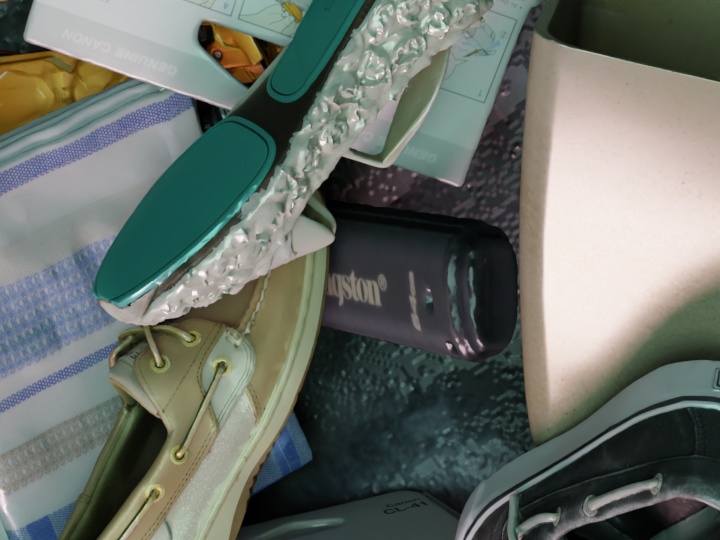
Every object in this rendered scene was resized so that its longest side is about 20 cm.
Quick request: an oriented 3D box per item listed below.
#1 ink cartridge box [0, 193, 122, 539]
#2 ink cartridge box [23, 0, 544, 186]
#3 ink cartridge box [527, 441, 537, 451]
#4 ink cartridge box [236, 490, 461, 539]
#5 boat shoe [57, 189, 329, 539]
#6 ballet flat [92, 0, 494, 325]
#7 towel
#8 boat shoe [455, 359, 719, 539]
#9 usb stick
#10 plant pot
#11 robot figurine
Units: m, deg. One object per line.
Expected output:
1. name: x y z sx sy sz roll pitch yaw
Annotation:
1. ink cartridge box: -0.166 0.056 0.884 0.143 0.084 0.202 0 104 10
2. ink cartridge box: -0.018 -0.146 0.775 0.198 0.044 0.175 18 116 -7
3. ink cartridge box: 0.155 0.175 0.855 0.144 0.088 0.202 -7 104 12
4. ink cartridge box: -0.012 0.217 0.866 0.146 0.086 0.202 -11 106 -22
5. boat shoe: -0.071 0.052 0.782 0.066 0.074 0.202 22 82 -26
6. ballet flat: -0.019 -0.048 0.743 0.072 0.072 0.200 39 94 -1
7. towel: -0.106 0.028 0.813 0.146 0.024 0.202 -26 113 -23
8. boat shoe: 0.088 0.108 0.726 0.073 0.068 0.199 31 142 -14
9. usb stick: 0.000 0.000 0.799 0.032 0.199 0.056 -4 97 -30
10. plant pot: 0.156 -0.017 0.761 0.198 0.200 0.178 15 117 6
11. robot figurine: -0.118 -0.115 0.848 0.198 0.058 0.146 -6 103 13
